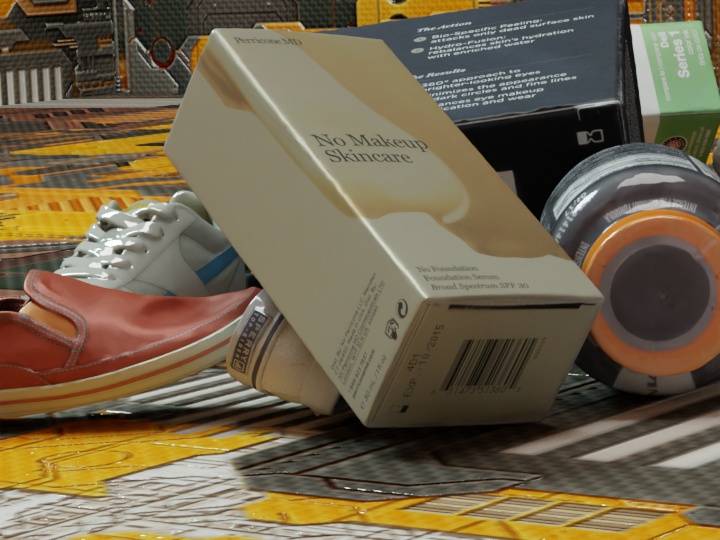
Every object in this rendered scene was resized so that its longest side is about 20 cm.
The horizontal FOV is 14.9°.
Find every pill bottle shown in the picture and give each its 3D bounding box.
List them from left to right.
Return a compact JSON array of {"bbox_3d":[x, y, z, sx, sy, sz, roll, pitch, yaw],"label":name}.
[{"bbox_3d":[0.135,0.000,1.280,0.106,0.107,0.200,-2,7,3],"label":"pill bottle"}]

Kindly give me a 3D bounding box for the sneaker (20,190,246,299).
[{"bbox_3d":[-0.127,0.006,1.438,0.076,0.081,0.200,2,9,25],"label":"sneaker"}]

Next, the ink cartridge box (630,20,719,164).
[{"bbox_3d":[0.135,-0.095,1.903,0.199,0.084,0.145,-4,-31,-8],"label":"ink cartridge box"}]

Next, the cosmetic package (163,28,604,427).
[{"bbox_3d":[0.007,-0.022,1.210,0.105,0.071,0.200,-1,38,-38],"label":"cosmetic package"}]

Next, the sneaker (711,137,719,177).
[{"bbox_3d":[0.283,-0.016,1.536,0.200,0.077,0.111,31,17,-49],"label":"sneaker"}]

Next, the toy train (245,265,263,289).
[{"bbox_3d":[0.000,0.000,1.622,0.199,0.042,0.056,-8,-2,-38],"label":"toy train"}]

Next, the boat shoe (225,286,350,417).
[{"bbox_3d":[0.015,0.032,1.275,0.070,0.071,0.200,30,16,21],"label":"boat shoe"}]

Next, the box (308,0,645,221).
[{"bbox_3d":[0.055,-0.059,1.493,0.196,0.118,0.200,-8,23,9],"label":"box"}]

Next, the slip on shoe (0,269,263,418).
[{"bbox_3d":[-0.134,0.029,1.252,0.199,0.061,0.074,-9,6,2],"label":"slip on shoe"}]
